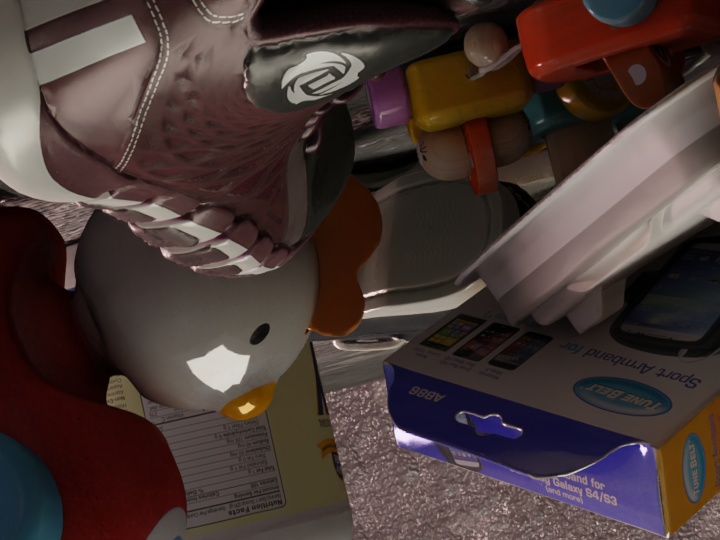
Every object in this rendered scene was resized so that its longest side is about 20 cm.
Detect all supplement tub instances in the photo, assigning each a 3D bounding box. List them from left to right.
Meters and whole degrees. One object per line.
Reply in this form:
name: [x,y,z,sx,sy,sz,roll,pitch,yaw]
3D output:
supplement tub: [-0.084,0.085,1.019,0.144,0.202,0.145,-13,175,-1]

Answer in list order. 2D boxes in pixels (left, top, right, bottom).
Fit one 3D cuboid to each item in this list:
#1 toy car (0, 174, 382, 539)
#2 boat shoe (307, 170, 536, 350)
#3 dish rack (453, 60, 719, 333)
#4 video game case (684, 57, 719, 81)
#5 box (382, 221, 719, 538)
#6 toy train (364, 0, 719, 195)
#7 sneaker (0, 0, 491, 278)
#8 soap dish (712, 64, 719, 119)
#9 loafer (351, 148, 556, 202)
toy car: [-0.076,0.033,0.801,0.199,0.178,0.184,-26,162,3]
boat shoe: [0.000,0.000,0.864,0.199,0.076,0.060,4,165,46]
dish rack: [0.138,-0.046,0.707,0.199,0.044,0.172,-28,173,-31]
video game case: [0.232,-0.059,0.900,0.198,0.023,0.182,-8,160,25]
box: [0.101,0.025,0.745,0.118,0.042,0.200,15,-142,41]
toy train: [0.088,-0.061,0.741,0.149,0.056,0.200,-16,174,23]
sneaker: [-0.011,-0.051,0.531,0.115,0.076,0.200,-19,172,19]
soap dish: [0.175,-0.034,0.594,0.157,0.081,0.200,-43,151,-7]
loafer: [0.027,-0.018,0.971,0.198,0.064,0.072,-12,175,-13]
